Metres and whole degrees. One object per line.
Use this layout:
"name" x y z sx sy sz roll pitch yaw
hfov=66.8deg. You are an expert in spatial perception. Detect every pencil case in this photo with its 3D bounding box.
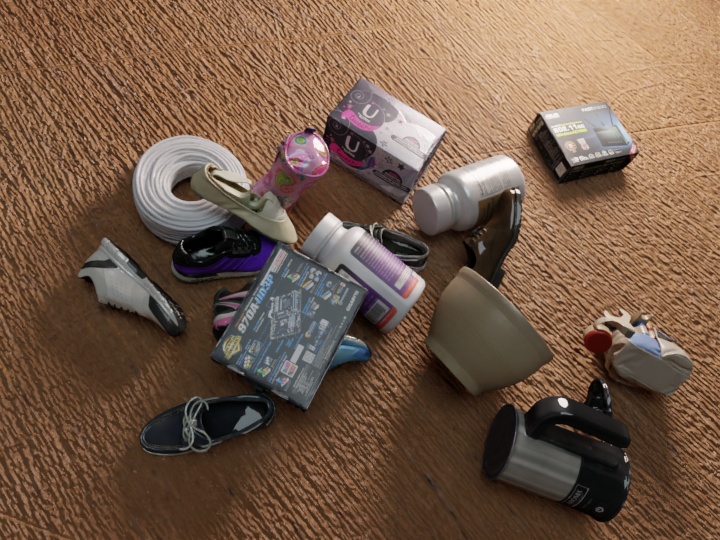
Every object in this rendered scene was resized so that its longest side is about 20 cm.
"pencil case" -0.122 -0.158 0.921 0.086 0.200 0.089 8 71 -24

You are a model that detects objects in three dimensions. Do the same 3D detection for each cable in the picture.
"cable" -0.289 -0.140 0.947 0.197 0.069 0.203 -3 64 -15

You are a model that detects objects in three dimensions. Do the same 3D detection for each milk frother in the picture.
"milk frother" 0.310 0.253 0.867 0.186 0.183 0.200 21 17 -2

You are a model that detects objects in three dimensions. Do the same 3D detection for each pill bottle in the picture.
"pill bottle" 0.000 0.000 0.905 0.199 0.111 0.112 40 61 -2
"pill bottle" 0.203 -0.139 1.037 0.198 0.115 0.115 -21 69 -22

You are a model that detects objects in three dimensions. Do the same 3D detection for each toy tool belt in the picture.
"toy tool belt" 0.480 0.131 0.978 0.198 0.126 0.123 26 29 -2

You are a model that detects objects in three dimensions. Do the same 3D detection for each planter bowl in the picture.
"planter bowl" 0.186 0.113 0.876 0.135 0.200 0.201 -42 77 0

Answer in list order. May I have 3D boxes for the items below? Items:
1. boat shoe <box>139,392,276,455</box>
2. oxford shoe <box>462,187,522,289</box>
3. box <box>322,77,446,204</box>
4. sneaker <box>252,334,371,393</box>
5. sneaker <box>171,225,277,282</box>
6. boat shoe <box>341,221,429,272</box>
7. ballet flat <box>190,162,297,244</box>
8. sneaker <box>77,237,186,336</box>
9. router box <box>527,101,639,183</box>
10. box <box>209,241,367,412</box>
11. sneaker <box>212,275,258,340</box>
"boat shoe" -0.218 0.218 0.776 0.197 0.062 0.076 -7 74 -6
"oxford shoe" 0.232 -0.058 0.980 0.083 0.073 0.203 19 92 -7
"box" 0.041 -0.249 1.055 0.198 0.115 0.133 32 60 5
"sneaker" -0.079 0.151 0.858 0.197 0.078 0.091 -7 78 -8
"sneaker" -0.208 -0.037 0.894 0.198 0.100 0.070 -15 67 -23
"boat shoe" 0.030 -0.054 0.977 0.197 0.071 0.073 13 61 -6
"ballet flat" -0.178 -0.111 0.889 0.198 0.069 0.070 28 58 -22
"sneaker" -0.353 0.041 0.849 0.199 0.074 0.080 40 76 13
"router box" 0.492 -0.287 1.209 0.197 0.062 0.151 -14 66 -19
"box" -0.102 0.081 0.808 0.157 0.046 0.202 27 71 2
"sneaker" -0.145 0.044 0.884 0.197 0.081 0.087 -9 61 -20
